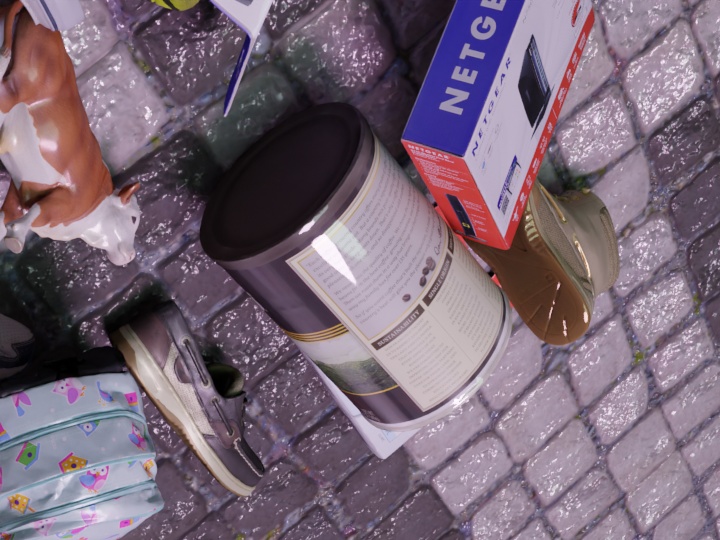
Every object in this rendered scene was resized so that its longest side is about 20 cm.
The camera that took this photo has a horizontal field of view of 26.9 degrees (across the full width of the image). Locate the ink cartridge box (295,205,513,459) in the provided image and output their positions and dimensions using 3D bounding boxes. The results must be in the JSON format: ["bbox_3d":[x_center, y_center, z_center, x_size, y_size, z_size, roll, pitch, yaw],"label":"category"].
[{"bbox_3d":[0.055,0.046,1.272,0.199,0.047,0.161,-39,134,-6],"label":"ink cartridge box"}]

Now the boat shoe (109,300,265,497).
[{"bbox_3d":[-0.118,0.101,1.164,0.066,0.072,0.201,-37,130,-3],"label":"boat shoe"}]

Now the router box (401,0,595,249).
[{"bbox_3d":[0.104,-0.140,1.083,0.202,0.048,0.180,-68,159,-12],"label":"router box"}]

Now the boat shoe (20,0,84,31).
[{"bbox_3d":[-0.236,-0.214,0.867,0.066,0.074,0.201,-34,121,-6],"label":"boat shoe"}]

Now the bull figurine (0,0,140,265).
[{"bbox_3d":[-0.207,-0.073,0.969,0.122,0.064,0.202,-54,139,-43],"label":"bull figurine"}]

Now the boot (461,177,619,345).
[{"bbox_3d":[0.145,-0.051,1.248,0.072,0.201,0.155,-31,-177,29],"label":"boot"}]

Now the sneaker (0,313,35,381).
[{"bbox_3d":[-0.284,0.012,0.976,0.199,0.077,0.086,27,97,-45],"label":"sneaker"}]

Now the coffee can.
[{"bbox_3d":[0.000,0.000,1.097,0.146,0.146,0.200,-44,121,-3],"label":"coffee can"}]

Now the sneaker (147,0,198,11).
[{"bbox_3d":[-0.145,-0.252,0.913,0.084,0.074,0.201,-55,139,-23],"label":"sneaker"}]

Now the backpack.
[{"bbox_3d":[-0.208,0.132,1.027,0.165,0.128,0.200,-19,171,-29],"label":"backpack"}]

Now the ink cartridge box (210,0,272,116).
[{"bbox_3d":[-0.056,-0.201,0.908,0.043,0.198,0.202,23,99,-8],"label":"ink cartridge box"}]
